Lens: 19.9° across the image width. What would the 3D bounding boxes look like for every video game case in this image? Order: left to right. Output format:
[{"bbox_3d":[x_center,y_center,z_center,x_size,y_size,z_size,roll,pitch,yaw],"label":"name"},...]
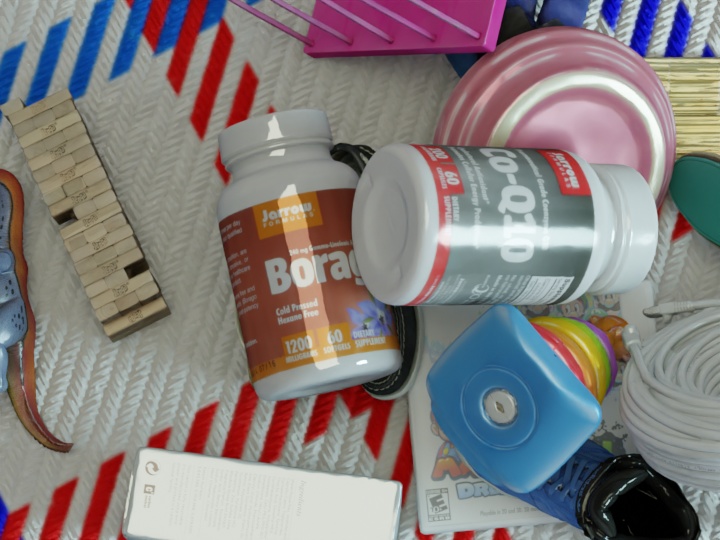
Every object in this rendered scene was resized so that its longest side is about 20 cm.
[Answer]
[{"bbox_3d":[0.137,0.105,1.591,0.199,0.024,0.183,-5,80,0],"label":"video game case"}]

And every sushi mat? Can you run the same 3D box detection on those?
[{"bbox_3d":[0.207,-0.125,1.635,0.199,0.012,0.096,0,80,1],"label":"sushi mat"}]

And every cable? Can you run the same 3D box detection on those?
[{"bbox_3d":[0.282,0.087,1.446,0.199,0.200,0.069,-7,116,15],"label":"cable"}]

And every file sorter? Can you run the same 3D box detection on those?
[{"bbox_3d":[0.005,-0.250,1.553,0.200,0.125,0.139,4,76,46],"label":"file sorter"}]

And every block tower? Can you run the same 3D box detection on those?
[{"bbox_3d":[-0.215,-0.048,1.609,0.058,0.054,0.200,-26,81,-4],"label":"block tower"}]

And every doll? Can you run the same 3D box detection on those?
[{"bbox_3d":[0.126,-0.178,1.617,0.136,0.048,0.201,16,73,-3],"label":"doll"}]

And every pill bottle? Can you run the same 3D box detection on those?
[{"bbox_3d":[-0.044,-0.012,1.511,0.112,0.112,0.201,-13,82,-1],"label":"pill bottle"},{"bbox_3d":[0.105,-0.032,1.466,0.199,0.114,0.114,0,79,-27],"label":"pill bottle"}]

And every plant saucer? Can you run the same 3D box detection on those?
[{"bbox_3d":[0.154,-0.084,1.561,0.200,0.051,0.201,-6,108,-17],"label":"plant saucer"}]

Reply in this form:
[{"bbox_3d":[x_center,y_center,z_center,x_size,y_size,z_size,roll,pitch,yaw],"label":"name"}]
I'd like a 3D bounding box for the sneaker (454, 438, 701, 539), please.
[{"bbox_3d":[0.161,0.153,1.514,0.200,0.111,0.077,32,82,6],"label":"sneaker"}]

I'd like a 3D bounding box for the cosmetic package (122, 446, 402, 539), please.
[{"bbox_3d":[-0.071,0.183,1.544,0.199,0.102,0.074,8,81,4],"label":"cosmetic package"}]

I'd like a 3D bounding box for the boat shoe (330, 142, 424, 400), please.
[{"bbox_3d":[0.000,0.000,1.585,0.075,0.060,0.201,-17,75,22],"label":"boat shoe"}]

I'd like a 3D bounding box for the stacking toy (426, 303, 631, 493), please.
[{"bbox_3d":[0.148,0.071,1.509,0.116,0.200,0.110,49,124,11],"label":"stacking toy"}]

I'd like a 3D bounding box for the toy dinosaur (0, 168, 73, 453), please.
[{"bbox_3d":[-0.289,0.018,1.608,0.200,0.105,0.182,37,65,-30],"label":"toy dinosaur"}]

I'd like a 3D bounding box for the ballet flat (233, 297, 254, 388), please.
[{"bbox_3d":[-0.072,0.001,1.598,0.070,0.071,0.201,-7,78,0],"label":"ballet flat"}]

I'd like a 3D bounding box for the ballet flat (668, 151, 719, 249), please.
[{"bbox_3d":[0.313,-0.035,1.555,0.069,0.070,0.200,-41,39,-6],"label":"ballet flat"}]
